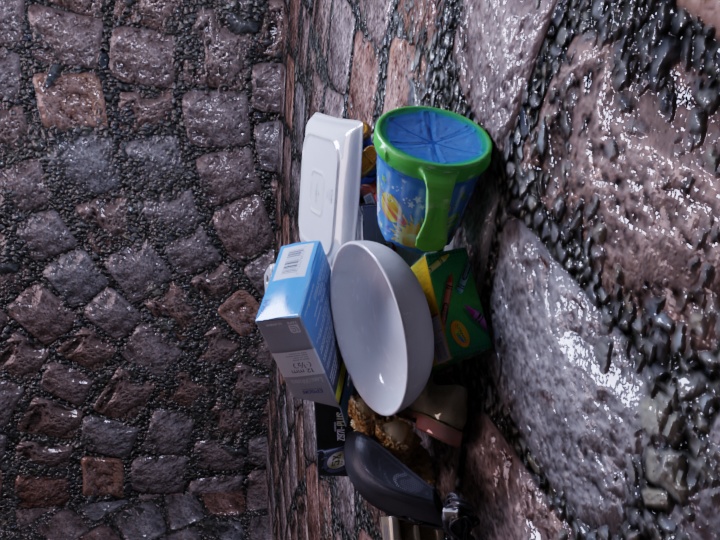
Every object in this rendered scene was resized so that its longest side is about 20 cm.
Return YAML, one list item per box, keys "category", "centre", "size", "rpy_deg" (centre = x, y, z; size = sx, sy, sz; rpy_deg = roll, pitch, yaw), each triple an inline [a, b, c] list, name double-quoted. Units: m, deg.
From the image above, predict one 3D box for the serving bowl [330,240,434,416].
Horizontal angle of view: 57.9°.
- category: "serving bowl"
  centre: [0.032, 0.061, 0.767]
  size: [0.200, 0.064, 0.205]
  rpy_deg: [42, 138, 53]

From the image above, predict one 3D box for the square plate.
- category: "square plate"
  centre: [-0.049, -0.110, 0.906]
  size: [0.198, 0.028, 0.206]
  rpy_deg: [-144, 56, -63]

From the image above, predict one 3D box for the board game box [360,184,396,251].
- category: "board game box"
  centre: [-0.014, -0.090, 1.003]
  size: [0.199, 0.019, 0.105]
  rpy_deg: [28, 144, 63]

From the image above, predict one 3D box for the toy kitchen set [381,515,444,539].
- category: "toy kitchen set"
  centre: [0.055, 0.392, 0.779]
  size: [0.200, 0.158, 0.185]
  rpy_deg: [123, 144, -65]

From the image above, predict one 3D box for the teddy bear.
- category: "teddy bear"
  centre: [0.038, 0.234, 0.860]
  size: [0.067, 0.143, 0.201]
  rpy_deg: [-53, -17, -16]

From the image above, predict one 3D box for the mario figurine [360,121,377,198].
- category: "mario figurine"
  centre: [-0.003, -0.150, 1.020]
  size: [0.200, 0.103, 0.127]
  rpy_deg: [51, -130, -75]

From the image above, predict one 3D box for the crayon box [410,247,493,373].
- category: "crayon box"
  centre: [0.084, 0.063, 0.817]
  size: [0.200, 0.057, 0.122]
  rpy_deg: [132, 126, -67]

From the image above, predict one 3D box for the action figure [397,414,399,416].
- category: "action figure"
  centre: [0.043, 0.222, 1.028]
  size: [0.131, 0.067, 0.204]
  rpy_deg: [98, 180, -55]

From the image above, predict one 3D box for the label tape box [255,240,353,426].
- category: "label tape box"
  centre: [-0.061, 0.087, 0.860]
  size: [0.145, 0.064, 0.203]
  rpy_deg: [-79, -22, -50]

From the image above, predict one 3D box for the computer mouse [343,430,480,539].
- category: "computer mouse"
  centre: [0.046, 0.264, 0.763]
  size: [0.198, 0.053, 0.140]
  rpy_deg: [29, 153, 32]

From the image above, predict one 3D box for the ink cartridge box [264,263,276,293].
- category: "ink cartridge box"
  centre: [-0.087, 0.040, 1.281]
  size: [0.145, 0.194, 0.086]
  rpy_deg: [143, 125, -73]

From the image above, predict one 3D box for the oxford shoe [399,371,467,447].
- category: "oxford shoe"
  centre: [0.097, 0.169, 0.843]
  size: [0.075, 0.069, 0.200]
  rpy_deg: [-66, 12, -6]

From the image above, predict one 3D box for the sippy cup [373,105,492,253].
- category: "sippy cup"
  centre: [0.074, -0.098, 0.754]
  size: [0.138, 0.177, 0.133]
  rpy_deg: [27, 132, 22]

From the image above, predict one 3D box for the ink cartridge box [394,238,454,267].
- category: "ink cartridge box"
  centre: [0.091, -0.080, 0.904]
  size: [0.200, 0.049, 0.166]
  rpy_deg: [41, 131, 52]

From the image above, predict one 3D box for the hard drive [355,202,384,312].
- category: "hard drive"
  centre: [-0.020, -0.026, 0.933]
  size: [0.199, 0.037, 0.144]
  rpy_deg: [-162, 68, -66]

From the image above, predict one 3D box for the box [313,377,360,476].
- category: "box"
  centre: [-0.026, 0.229, 1.135]
  size: [0.200, 0.083, 0.169]
  rpy_deg: [-76, -15, -73]
